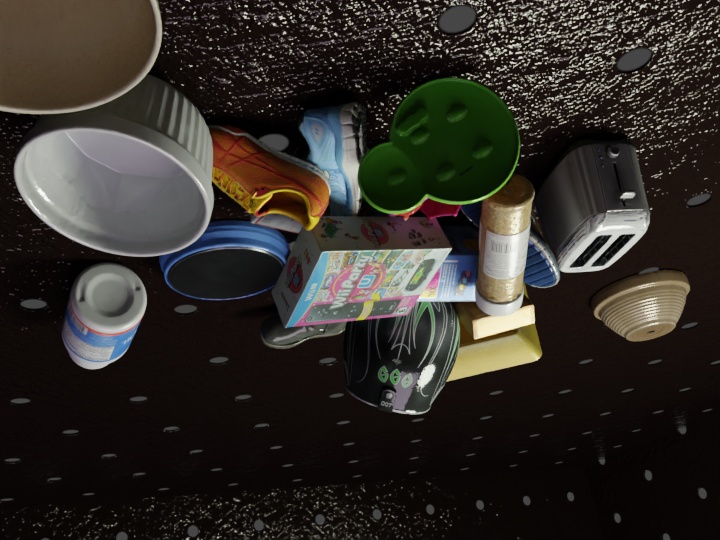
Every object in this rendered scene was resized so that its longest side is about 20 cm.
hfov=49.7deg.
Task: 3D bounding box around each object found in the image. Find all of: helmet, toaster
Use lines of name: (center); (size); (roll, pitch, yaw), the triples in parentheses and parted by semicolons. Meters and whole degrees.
helmet: (0.064, 0.104, 1.198); (0.196, 0.194, 0.200); (14, -172, -2)
toaster: (0.322, -0.084, 1.101); (0.111, 0.131, 0.201); (-1, 154, -14)

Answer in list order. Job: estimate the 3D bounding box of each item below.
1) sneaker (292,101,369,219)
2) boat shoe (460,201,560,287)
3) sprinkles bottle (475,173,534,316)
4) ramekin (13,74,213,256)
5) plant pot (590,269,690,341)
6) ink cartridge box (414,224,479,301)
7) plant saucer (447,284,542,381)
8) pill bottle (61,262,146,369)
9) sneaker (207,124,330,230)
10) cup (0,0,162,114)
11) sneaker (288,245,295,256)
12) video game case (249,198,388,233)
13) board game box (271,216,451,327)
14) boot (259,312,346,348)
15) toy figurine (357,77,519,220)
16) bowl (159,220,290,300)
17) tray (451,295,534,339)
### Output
sneaker: (-0.037, -0.134, 0.957); (0.088, 0.080, 0.201); (7, 148, 7)
boat shoe: (0.219, -0.062, 1.085); (0.072, 0.073, 0.200); (-20, 121, 43)
sprinkles bottle: (0.188, -0.030, 1.026); (0.067, 0.069, 0.202); (-8, 134, -3)
ramekin: (-0.247, -0.115, 0.819); (0.196, 0.107, 0.202); (3, 145, 2)
plant pot: (0.581, 0.083, 1.591); (0.197, 0.094, 0.202); (-7, 154, -3)
ink cartridge box: (0.149, -0.014, 1.170); (0.196, 0.137, 0.078); (3, 112, -23)
plant saucer: (0.188, 0.074, 1.316); (0.196, 0.203, 0.049); (-15, 143, 12)
pill bottle: (-0.404, 0.080, 1.211); (0.110, 0.114, 0.200); (3, 153, -25)
sneaker: (-0.131, -0.110, 0.900); (0.197, 0.078, 0.073); (20, 148, 1)
cup: (-0.247, -0.234, 0.566); (0.196, 0.146, 0.201); (-7, 155, -3)
sneaker: (-0.055, -0.008, 1.152); (0.112, 0.077, 0.201); (16, 155, 4)
video game case: (-0.037, -0.087, 1.100); (0.197, 0.018, 0.142); (12, 148, -37)
board game box: (0.000, 0.000, 1.018); (0.197, 0.065, 0.148); (-2, 140, -31)
boot: (-0.081, 0.067, 1.336); (0.179, 0.074, 0.200); (-14, 165, -16)
toy figurine: (0.080, -0.109, 0.947); (0.198, 0.151, 0.184); (-33, 169, -11)
bowl: (-0.203, -0.010, 1.179); (0.196, 0.040, 0.201); (-8, 155, -4)
tray: (0.188, 0.032, 1.229); (0.097, 0.201, 0.038); (-14, 119, -8)
